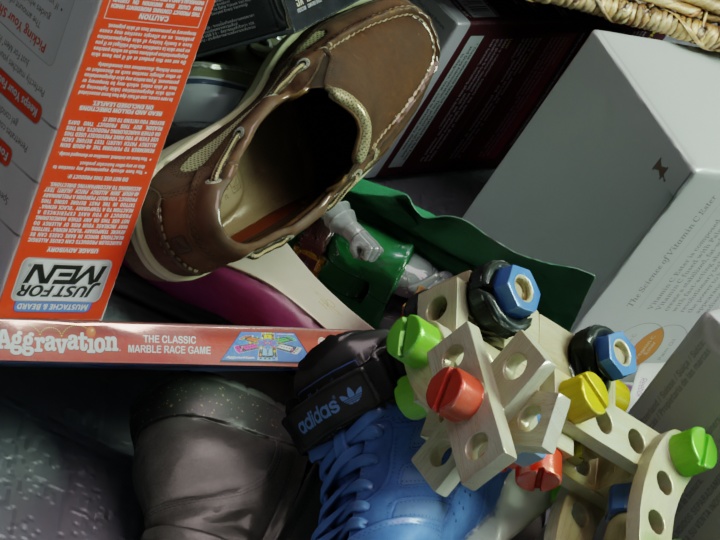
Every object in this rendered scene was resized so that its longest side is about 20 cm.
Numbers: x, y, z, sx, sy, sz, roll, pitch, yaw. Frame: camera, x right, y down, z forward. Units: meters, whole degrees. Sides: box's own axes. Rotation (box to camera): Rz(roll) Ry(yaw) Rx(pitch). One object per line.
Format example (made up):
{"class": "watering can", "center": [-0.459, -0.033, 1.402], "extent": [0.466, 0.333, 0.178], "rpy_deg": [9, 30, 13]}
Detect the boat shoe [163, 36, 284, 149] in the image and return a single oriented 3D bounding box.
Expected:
{"class": "boat shoe", "center": [-0.052, -0.087, 1.325], "extent": [0.072, 0.062, 0.200], "rpy_deg": [0, -1, 19]}

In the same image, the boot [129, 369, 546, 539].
{"class": "boot", "center": [-0.011, 0.127, 1.129], "extent": [0.200, 0.068, 0.131], "rpy_deg": [17, 45, -23]}

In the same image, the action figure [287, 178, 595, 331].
{"class": "action figure", "center": [0.000, 0.000, 1.282], "extent": [0.200, 0.118, 0.055], "rpy_deg": [29, 40, 8]}

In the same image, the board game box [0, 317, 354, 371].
{"class": "board game box", "center": [-0.109, 0.031, 1.129], "extent": [0.200, 0.103, 0.019], "rpy_deg": [3, 87, -42]}

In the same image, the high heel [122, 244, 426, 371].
{"class": "high heel", "center": [-0.039, 0.037, 1.244], "extent": [0.200, 0.096, 0.067], "rpy_deg": [21, 22, 19]}

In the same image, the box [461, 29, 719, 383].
{"class": "box", "center": [0.176, -0.025, 1.417], "extent": [0.200, 0.152, 0.106], "rpy_deg": [6, 41, -40]}

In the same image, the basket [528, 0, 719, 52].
{"class": "basket", "center": [0.114, -0.184, 1.444], "extent": [0.200, 0.143, 0.149], "rpy_deg": [12, 76, -13]}

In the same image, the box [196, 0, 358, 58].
{"class": "box", "center": [-0.090, -0.147, 1.280], "extent": [0.164, 0.200, 0.086], "rpy_deg": [-35, 110, -57]}

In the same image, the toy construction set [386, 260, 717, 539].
{"class": "toy construction set", "center": [0.068, 0.072, 1.030], "extent": [0.200, 0.092, 0.131], "rpy_deg": [46, 39, -48]}

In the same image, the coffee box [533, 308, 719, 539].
{"class": "coffee box", "center": [0.209, 0.143, 1.166], "extent": [0.198, 0.200, 0.200], "rpy_deg": [-10, 52, -51]}

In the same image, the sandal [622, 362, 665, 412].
{"class": "sandal", "center": [0.158, 0.074, 1.362], "extent": [0.202, 0.050, 0.082], "rpy_deg": [-4, 48, -47]}

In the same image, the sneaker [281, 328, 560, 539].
{"class": "sneaker", "center": [-0.003, 0.087, 1.063], "extent": [0.111, 0.077, 0.200], "rpy_deg": [55, 41, -3]}

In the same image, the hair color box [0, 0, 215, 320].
{"class": "hair color box", "center": [-0.128, -0.091, 1.150], "extent": [0.064, 0.200, 0.111], "rpy_deg": [3, 28, -42]}

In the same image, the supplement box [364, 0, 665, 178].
{"class": "supplement box", "center": [0.073, -0.113, 1.485], "extent": [0.200, 0.109, 0.061], "rpy_deg": [-6, 47, -49]}

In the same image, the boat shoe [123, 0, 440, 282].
{"class": "boat shoe", "center": [-0.018, -0.058, 1.210], "extent": [0.202, 0.075, 0.075], "rpy_deg": [-45, 115, -36]}
